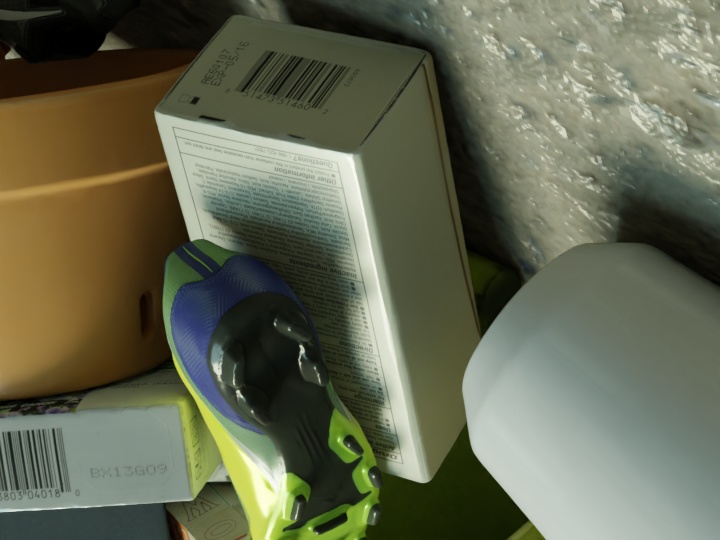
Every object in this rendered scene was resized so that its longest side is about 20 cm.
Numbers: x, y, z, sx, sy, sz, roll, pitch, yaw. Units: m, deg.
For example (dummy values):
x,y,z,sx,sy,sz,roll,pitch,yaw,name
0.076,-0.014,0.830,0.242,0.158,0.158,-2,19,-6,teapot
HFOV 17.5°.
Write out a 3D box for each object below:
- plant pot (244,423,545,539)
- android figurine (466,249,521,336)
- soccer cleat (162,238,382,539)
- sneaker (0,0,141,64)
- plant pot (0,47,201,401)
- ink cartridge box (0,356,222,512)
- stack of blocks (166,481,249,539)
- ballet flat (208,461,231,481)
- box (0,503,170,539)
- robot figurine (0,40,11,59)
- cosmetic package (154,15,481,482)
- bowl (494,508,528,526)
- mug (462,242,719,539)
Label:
x,y,z,sx,sy,sz,roll,pitch,yaw,name
0.063,0.194,1.194,0.187,0.187,0.200,9,131,55,plant pot
0.000,0.000,1.167,0.200,0.041,0.182,24,155,33,android figurine
-0.041,0.064,1.046,0.084,0.065,0.200,46,160,40,soccer cleat
-0.168,-0.135,1.129,0.091,0.067,0.200,50,156,-21,sneaker
-0.161,-0.022,1.100,0.200,0.200,0.141,9,108,55,plant pot
-0.114,0.063,1.135,0.200,0.109,0.051,-56,-39,-74,ink cartridge box
-0.080,0.158,1.344,0.200,0.058,0.115,37,149,51,stack of blocks
-0.092,0.022,1.252,0.072,0.072,0.201,-4,107,62,ballet flat
-0.195,0.108,1.321,0.200,0.107,0.149,45,146,48,box
-0.236,-0.046,1.246,0.145,0.200,0.058,30,159,22,robot figurine
-0.013,-0.007,1.040,0.103,0.073,0.200,14,139,25,cosmetic package
0.112,0.174,1.344,0.200,0.039,0.201,34,159,14,bowl
0.123,0.077,0.974,0.153,0.149,0.187,41,155,19,mug
